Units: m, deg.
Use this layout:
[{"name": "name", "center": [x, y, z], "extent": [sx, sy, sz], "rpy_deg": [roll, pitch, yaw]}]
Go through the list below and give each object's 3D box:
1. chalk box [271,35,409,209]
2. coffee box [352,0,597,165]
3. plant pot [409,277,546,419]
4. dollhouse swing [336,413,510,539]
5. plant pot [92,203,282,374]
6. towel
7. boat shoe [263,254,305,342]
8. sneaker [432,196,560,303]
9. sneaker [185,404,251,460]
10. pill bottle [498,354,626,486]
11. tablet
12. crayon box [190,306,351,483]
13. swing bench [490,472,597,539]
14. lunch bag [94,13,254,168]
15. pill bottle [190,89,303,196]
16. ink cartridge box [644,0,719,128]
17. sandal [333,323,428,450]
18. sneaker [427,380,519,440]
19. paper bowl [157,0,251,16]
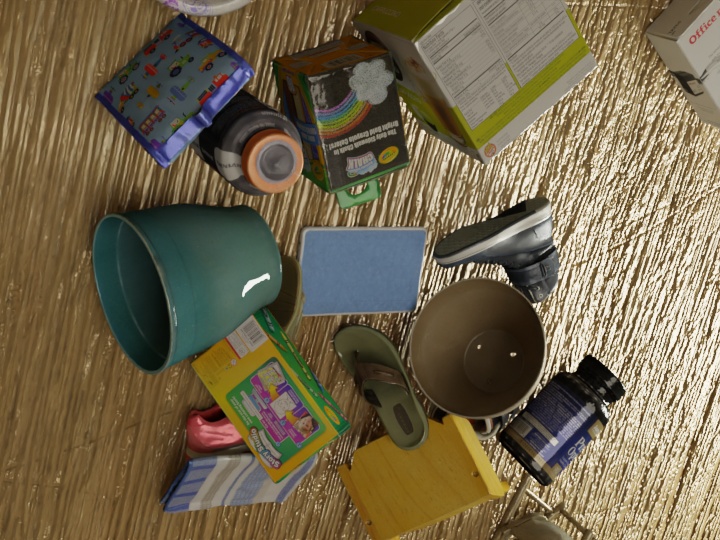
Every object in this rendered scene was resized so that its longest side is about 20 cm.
[{"name": "chalk box", "center": [-0.021, -0.183, 1.502], "extent": [0.123, 0.124, 0.202], "rpy_deg": [-19, 117, -19]}, {"name": "coffee box", "center": [0.144, -0.296, 1.494], "extent": [0.200, 0.200, 0.198], "rpy_deg": [-41, 120, -6]}, {"name": "plant pot", "center": [0.183, 0.123, 1.697], "extent": [0.201, 0.200, 0.134], "rpy_deg": [-52, 158, 0]}, {"name": "dollhouse swing", "center": [0.107, 0.307, 1.755], "extent": [0.198, 0.176, 0.183], "rpy_deg": [-28, 88, 19]}, {"name": "plant pot", "center": [-0.207, 0.006, 1.451], "extent": [0.186, 0.199, 0.203], "rpy_deg": [-18, 117, -35]}, {"name": "towel", "center": [-0.168, 0.295, 1.619], "extent": [0.198, 0.024, 0.147], "rpy_deg": [1, 144, -30]}, {"name": "boat shoe", "center": [-0.116, 0.074, 1.593], "extent": [0.072, 0.063, 0.204], "rpy_deg": [13, 103, 16]}, {"name": "sneaker", "center": [0.208, -0.005, 1.706], "extent": [0.200, 0.077, 0.148], "rpy_deg": [-22, 114, -18]}, {"name": "sneaker", "center": [-0.151, 0.211, 1.616], "extent": [0.198, 0.074, 0.088], "rpy_deg": [-14, 113, -20]}, {"name": "pill bottle", "center": [0.322, 0.233, 1.831], "extent": [0.200, 0.112, 0.112], "rpy_deg": [-45, 121, -4]}, {"name": "tablet", "center": [0.000, 0.000, 1.644], "extent": [0.197, 0.014, 0.132], "rpy_deg": [-1, 109, -26]}, {"name": "crayon box", "center": [-0.120, 0.165, 1.542], "extent": [0.118, 0.058, 0.201], "rpy_deg": [-38, 85, 18]}, {"name": "swing bench", "center": [0.285, 0.471, 1.852], "extent": [0.201, 0.199, 0.130], "rpy_deg": [-50, 122, -1]}, {"name": "lunch bag", "center": [-0.210, -0.205, 1.355], "extent": [0.151, 0.200, 0.094], "rpy_deg": [-45, 121, -3]}, {"name": "pill bottle", "center": [-0.136, -0.155, 1.410], "extent": [0.105, 0.200, 0.108], "rpy_deg": [-9, 113, -22]}, {"name": "ink cartridge box", "center": [0.542, -0.333, 1.740], "extent": [0.145, 0.084, 0.200], "rpy_deg": [-46, 121, -3]}, {"name": "sandal", "center": [0.032, 0.163, 1.643], "extent": [0.079, 0.057, 0.202], "rpy_deg": [-36, 82, 18]}, {"name": "sneaker", "center": [0.206, 0.208, 1.786], "extent": [0.198, 0.079, 0.079], "rpy_deg": [-25, 117, -17]}, {"name": "paper bowl", "center": [-0.191, -0.404, 1.345], "extent": [0.198, 0.104, 0.203], "rpy_deg": [-9, 113, -23]}]
